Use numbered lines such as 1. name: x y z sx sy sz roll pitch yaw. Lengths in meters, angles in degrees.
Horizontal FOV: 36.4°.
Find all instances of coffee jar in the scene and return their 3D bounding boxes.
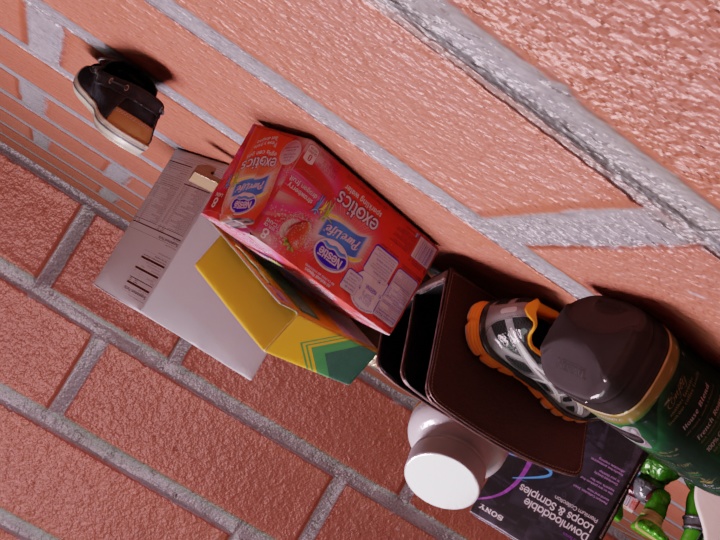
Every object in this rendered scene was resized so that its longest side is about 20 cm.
1. coffee jar: 0.238 0.099 0.870 0.199 0.086 0.104 34 175 -29

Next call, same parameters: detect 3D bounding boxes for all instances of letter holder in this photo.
1. letter holder: 0.119 0.116 1.059 0.199 0.143 0.100 30 144 -26

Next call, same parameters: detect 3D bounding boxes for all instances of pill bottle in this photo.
1. pill bottle: 0.116 0.156 1.188 0.110 0.201 0.112 13 131 15

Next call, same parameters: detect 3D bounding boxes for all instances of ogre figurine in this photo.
1. ogre figurine: 0.329 0.239 1.264 0.098 0.120 0.200 40 167 -28

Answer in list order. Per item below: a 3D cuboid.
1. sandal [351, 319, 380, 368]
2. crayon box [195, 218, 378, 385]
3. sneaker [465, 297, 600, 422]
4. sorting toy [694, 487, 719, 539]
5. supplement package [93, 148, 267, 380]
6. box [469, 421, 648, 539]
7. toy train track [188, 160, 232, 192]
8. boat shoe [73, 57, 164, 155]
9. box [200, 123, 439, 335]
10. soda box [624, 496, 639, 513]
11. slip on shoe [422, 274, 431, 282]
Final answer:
1. sandal: 0.027 0.079 1.180 0.210 0.078 0.070 -10 131 4
2. crayon box: -0.076 0.034 1.057 0.126 0.052 0.200 47 -172 31
3. sneaker: 0.191 0.083 1.010 0.199 0.079 0.077 26 151 -27
4. sorting toy: 0.425 0.320 1.179 0.200 0.181 0.107 36 171 -36
5. supplement package: -0.183 -0.008 1.365 0.191 0.201 0.147 38 169 -38
6. box: 0.231 0.221 1.226 0.142 0.201 0.036 25 170 32
7. toy train track: -0.097 -0.075 1.239 0.199 0.033 0.115 27 150 -17
8. boat shoe: -0.232 -0.171 1.066 0.074 0.063 0.200 30 -171 -29
9. box: -0.034 -0.036 1.005 0.200 0.100 0.095 37 170 -40
10. soda box: 0.370 0.316 1.782 0.199 0.064 0.068 29 172 18
11. slip on shoe: 0.000 0.000 1.143 0.199 0.061 0.074 31 -146 3
